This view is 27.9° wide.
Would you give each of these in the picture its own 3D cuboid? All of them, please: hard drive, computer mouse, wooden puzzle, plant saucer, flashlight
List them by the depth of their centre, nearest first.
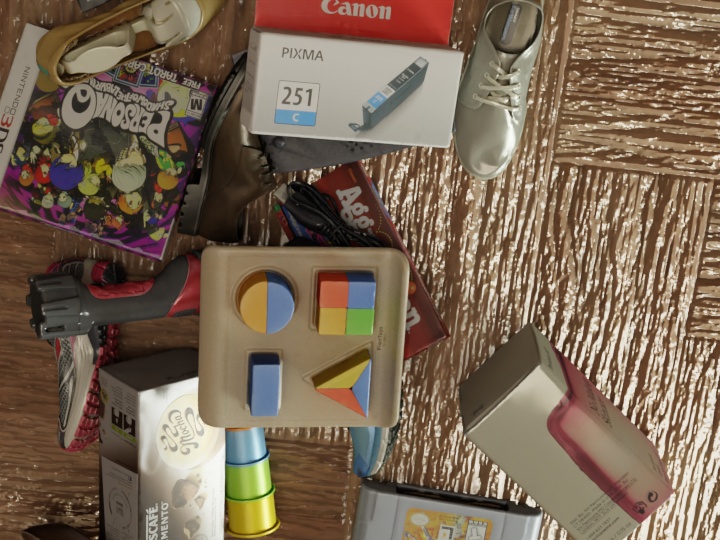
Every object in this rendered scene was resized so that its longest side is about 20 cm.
[{"bbox_3d":[-0.056,0.070,1.391,0.198,0.046,0.187,2,109,-5],"label":"wooden puzzle"},{"bbox_3d":[-0.015,-0.176,1.422,0.198,0.042,0.136,-12,107,6],"label":"hard drive"},{"bbox_3d":[-0.227,0.019,1.430,0.199,0.068,0.069,-4,113,-30],"label":"flashlight"},{"bbox_3d":[-0.073,0.023,1.435,0.138,0.053,0.201,39,108,16],"label":"computer mouse"},{"bbox_3d":[-0.271,0.326,1.530,0.200,0.200,0.037,44,68,-11],"label":"plant saucer"}]

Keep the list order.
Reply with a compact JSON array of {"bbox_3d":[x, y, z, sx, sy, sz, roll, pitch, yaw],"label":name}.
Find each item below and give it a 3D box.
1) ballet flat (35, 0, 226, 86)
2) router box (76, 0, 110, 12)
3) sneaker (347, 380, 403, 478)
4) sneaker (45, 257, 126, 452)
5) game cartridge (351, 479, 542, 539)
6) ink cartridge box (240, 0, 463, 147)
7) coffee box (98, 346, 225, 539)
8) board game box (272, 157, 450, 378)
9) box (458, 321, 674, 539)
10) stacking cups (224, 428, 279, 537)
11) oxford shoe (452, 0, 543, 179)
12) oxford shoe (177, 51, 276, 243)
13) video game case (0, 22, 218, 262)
[{"bbox_3d":[-0.210,-0.224,1.379,0.199,0.063,0.069,-26,126,-6],"label":"ballet flat"},{"bbox_3d":[-0.203,-0.352,1.361,0.199,0.062,0.151,-23,104,8],"label":"router box"},{"bbox_3d":[-0.005,0.116,1.506,0.089,0.078,0.202,-1,99,12],"label":"sneaker"},{"bbox_3d":[-0.289,0.087,1.497,0.074,0.081,0.202,8,94,16],"label":"sneaker"},{"bbox_3d":[0.088,0.304,1.574,0.198,0.042,0.134,9,103,-1],"label":"game cartridge"},{"bbox_3d":[-0.003,-0.210,1.339,0.198,0.045,0.178,2,106,-19],"label":"ink cartridge box"},{"bbox_3d":[-0.205,0.193,1.497,0.112,0.080,0.202,-12,113,-40],"label":"coffee box"},{"bbox_3d":[0.000,0.000,1.446,0.102,0.019,0.201,-29,82,14],"label":"board game box"},{"bbox_3d":[0.207,0.172,1.480,0.109,0.128,0.200,-43,102,13],"label":"box"},{"bbox_3d":[-0.122,0.177,1.534,0.060,0.061,0.202,-3,102,3],"label":"stacking cups"},{"bbox_3d":[0.134,-0.184,1.409,0.075,0.058,0.202,11,109,-5],"label":"oxford shoe"},{"bbox_3d":[-0.114,-0.117,1.402,0.084,0.073,0.201,17,121,-2],"label":"oxford shoe"},{"bbox_3d":[-0.259,-0.124,1.416,0.198,0.036,0.183,18,84,-4],"label":"video game case"}]
